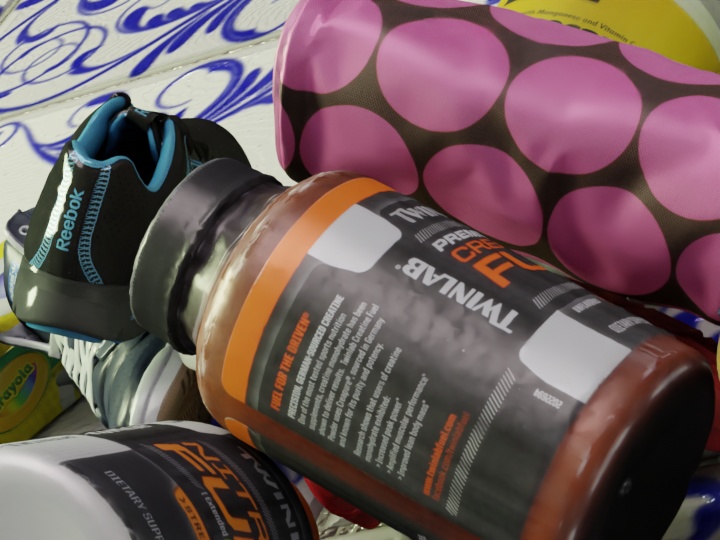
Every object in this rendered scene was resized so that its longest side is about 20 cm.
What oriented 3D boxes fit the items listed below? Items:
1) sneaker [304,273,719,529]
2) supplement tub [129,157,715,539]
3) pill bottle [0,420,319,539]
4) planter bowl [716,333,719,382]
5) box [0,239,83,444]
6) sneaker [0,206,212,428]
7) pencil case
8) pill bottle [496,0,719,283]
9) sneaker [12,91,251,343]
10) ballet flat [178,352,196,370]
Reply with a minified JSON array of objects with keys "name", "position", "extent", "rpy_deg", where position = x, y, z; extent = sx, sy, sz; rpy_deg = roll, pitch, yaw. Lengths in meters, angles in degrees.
[{"name":"sneaker","position":[0.054,0.057,1.107],"extent":[0.200,0.078,0.116],"rpy_deg":[24,99,35]},{"name":"supplement tub","position":[0.017,0.033,1.022],"extent":[0.200,0.107,0.107],"rpy_deg":[28,53,22]},{"name":"pill bottle","position":[-0.081,0.107,1.015],"extent":[0.106,0.106,0.200],"rpy_deg":[-19,-6,19]},{"name":"planter bowl","position":[0.223,0.027,0.941],"extent":[0.200,0.084,0.200],"rpy_deg":[-24,24,11]},{"name":"box","position":[-0.159,0.026,1.397],"extent":[0.200,0.048,0.117],"rpy_deg":[-42,28,-24]},{"name":"sneaker","position":[-0.113,0.029,1.262],"extent":[0.108,0.070,0.200],"rpy_deg":[10,24,2]},{"name":"pencil case","position":[0.065,-0.042,1.080],"extent":[0.200,0.094,0.091],"rpy_deg":[21,48,17]},{"name":"pill bottle","position":[0.090,-0.064,1.224],"extent":[0.112,0.112,0.200],"rpy_deg":[-8,32,38]},{"name":"sneaker","position":[-0.084,-0.036,1.233],"extent":[0.073,0.082,0.200],"rpy_deg":[14,21,8]},{"name":"ballet flat","position":[-0.029,0.017,1.225],"extent":[0.069,0.070,0.200],"rpy_deg":[-18,-7,23]}]
